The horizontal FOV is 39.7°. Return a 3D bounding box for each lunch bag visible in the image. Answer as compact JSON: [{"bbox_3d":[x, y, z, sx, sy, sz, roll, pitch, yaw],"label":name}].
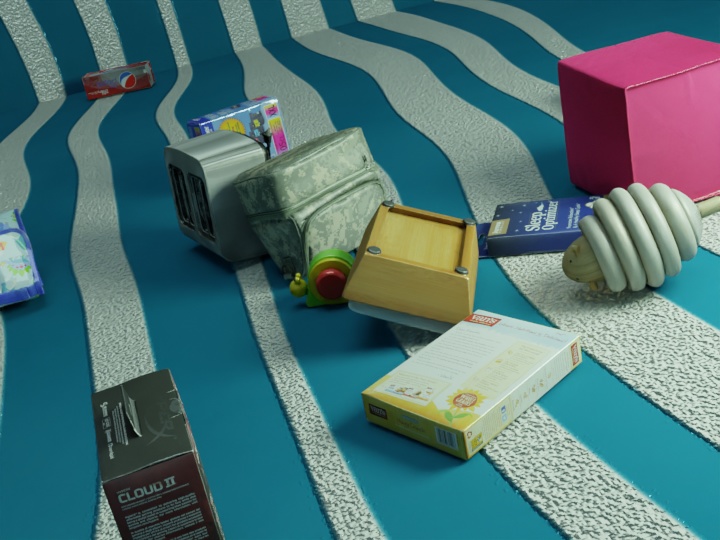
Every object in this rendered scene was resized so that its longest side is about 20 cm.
[{"bbox_3d":[-0.059,-0.096,1.448,0.199,0.169,0.139,-31,17,-34],"label":"lunch bag"},{"bbox_3d":[-0.598,0.003,1.573,0.169,0.128,0.200,-17,37,-16],"label":"lunch bag"}]

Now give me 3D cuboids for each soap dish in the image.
[{"bbox_3d":[0.070,-0.010,1.238,0.156,0.082,0.200,13,27,3],"label":"soap dish"}]

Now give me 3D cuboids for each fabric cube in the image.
[{"bbox_3d":[0.420,-0.213,1.423,0.198,0.198,0.199,-17,23,-11],"label":"fabric cube"}]

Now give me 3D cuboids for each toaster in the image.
[{"bbox_3d":[-0.210,-0.124,1.549,0.118,0.202,0.180,-20,24,-27],"label":"toaster"}]

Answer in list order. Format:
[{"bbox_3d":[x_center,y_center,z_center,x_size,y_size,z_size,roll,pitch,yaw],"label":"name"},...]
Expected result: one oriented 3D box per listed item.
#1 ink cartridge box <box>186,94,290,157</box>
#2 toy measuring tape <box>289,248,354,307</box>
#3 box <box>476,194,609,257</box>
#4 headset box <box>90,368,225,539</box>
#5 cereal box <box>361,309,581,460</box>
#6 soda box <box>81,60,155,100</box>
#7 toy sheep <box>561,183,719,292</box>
[{"bbox_3d":[-0.240,-0.235,1.887,0.199,0.138,0.076,-23,20,-22],"label":"ink cartridge box"},{"bbox_3d":[0.000,0.000,1.323,0.198,0.074,0.074,-10,23,7],"label":"toy measuring tape"},{"bbox_3d":[0.248,-0.061,1.382,0.198,0.033,0.121,-6,25,18],"label":"box"},{"bbox_3d":[-0.161,0.189,0.821,0.074,0.202,0.149,-17,25,-12],"label":"headset box"},{"bbox_3d":[0.119,0.112,1.048,0.199,0.040,0.143,-30,29,-35],"label":"cereal box"},{"bbox_3d":[-0.713,-0.561,2.940,0.198,0.071,0.064,-10,24,5],"label":"soda box"},{"bbox_3d":[0.330,-0.042,1.176,0.199,0.139,0.138,-29,22,10],"label":"toy sheep"}]
